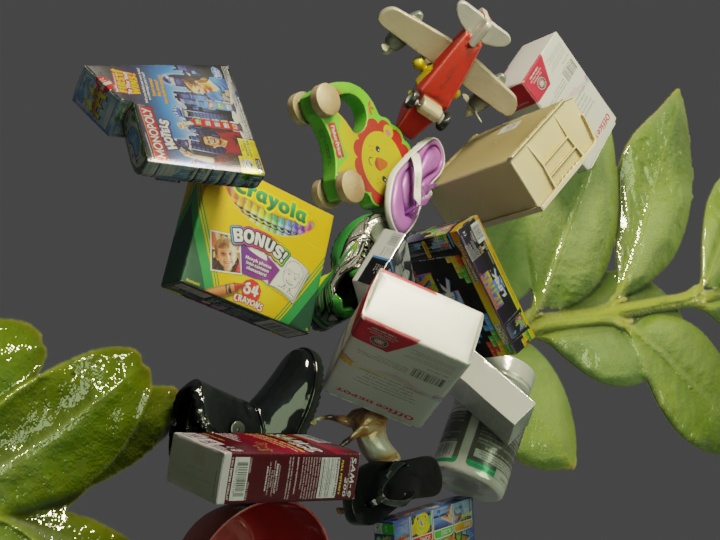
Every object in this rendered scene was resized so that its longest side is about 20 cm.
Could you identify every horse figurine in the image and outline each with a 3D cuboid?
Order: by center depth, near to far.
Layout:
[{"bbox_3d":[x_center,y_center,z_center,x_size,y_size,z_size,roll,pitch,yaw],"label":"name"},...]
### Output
[{"bbox_3d":[0.009,0.252,1.442,0.132,0.050,0.200,-22,94,-35],"label":"horse figurine"}]

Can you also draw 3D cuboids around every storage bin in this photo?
[{"bbox_3d":[0.229,-0.160,1.606,0.199,0.200,0.094,-46,108,-35],"label":"storage bin"}]

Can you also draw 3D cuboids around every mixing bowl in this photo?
[{"bbox_3d":[-0.145,0.355,1.243,0.200,0.108,0.200,-6,100,-38],"label":"mixing bowl"}]

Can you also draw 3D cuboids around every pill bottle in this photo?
[{"bbox_3d":[0.185,0.228,1.549,0.113,0.113,0.200,39,60,-27],"label":"pill bottle"}]

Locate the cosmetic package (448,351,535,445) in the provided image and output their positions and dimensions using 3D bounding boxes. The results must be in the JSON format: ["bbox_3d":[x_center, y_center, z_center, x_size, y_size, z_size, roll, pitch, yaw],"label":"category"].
[{"bbox_3d":[0.153,0.151,1.482,0.051,0.083,0.200,-40,68,-21],"label":"cosmetic package"}]

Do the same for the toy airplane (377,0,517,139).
[{"bbox_3d":[0.131,-0.315,1.596,0.199,0.141,0.200,-14,106,-9],"label":"toy airplane"}]

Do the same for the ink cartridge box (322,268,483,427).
[{"bbox_3d":[0.050,0.104,1.345,0.147,0.200,0.086,23,56,-4],"label":"ink cartridge box"}]

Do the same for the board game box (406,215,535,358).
[{"bbox_3d":[0.137,0.032,1.514,0.057,0.165,0.200,-36,104,-39],"label":"board game box"}]

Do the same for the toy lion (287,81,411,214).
[{"bbox_3d":[0.002,-0.175,1.517,0.192,0.069,0.200,-20,96,-47],"label":"toy lion"}]

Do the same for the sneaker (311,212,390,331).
[{"bbox_3d":[0.000,0.000,1.460,0.078,0.085,0.200,43,57,-25],"label":"sneaker"}]

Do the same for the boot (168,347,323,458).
[{"bbox_3d":[-0.143,0.167,1.314,0.168,0.076,0.200,30,70,-36],"label":"boot"}]

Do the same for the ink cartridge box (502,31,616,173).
[{"bbox_3d":[0.330,-0.278,1.786,0.200,0.086,0.148,50,54,-22],"label":"ink cartridge box"}]

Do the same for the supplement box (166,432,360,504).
[{"bbox_3d":[-0.111,0.229,1.226,0.200,0.109,0.061,10,89,-42],"label":"supplement box"}]

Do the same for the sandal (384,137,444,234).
[{"bbox_3d":[0.087,-0.133,1.535,0.082,0.050,0.203,57,41,-31],"label":"sandal"}]

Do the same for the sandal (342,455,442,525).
[{"bbox_3d":[0.048,0.284,1.400,0.200,0.043,0.076,-10,84,-49],"label":"sandal"}]

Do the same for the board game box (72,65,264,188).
[{"bbox_3d":[-0.238,-0.178,1.274,0.200,0.062,0.200,4,48,-31],"label":"board game box"}]

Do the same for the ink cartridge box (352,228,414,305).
[{"bbox_3d":[0.041,0.046,1.446,0.100,0.039,0.200,-60,153,-31],"label":"ink cartridge box"}]

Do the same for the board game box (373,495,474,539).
[{"bbox_3d":[0.094,0.396,1.456,0.200,0.034,0.136,2,85,-52],"label":"board game box"}]

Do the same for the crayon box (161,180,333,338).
[{"bbox_3d":[-0.142,-0.027,1.366,0.200,0.058,0.173,25,66,-33],"label":"crayon box"}]
